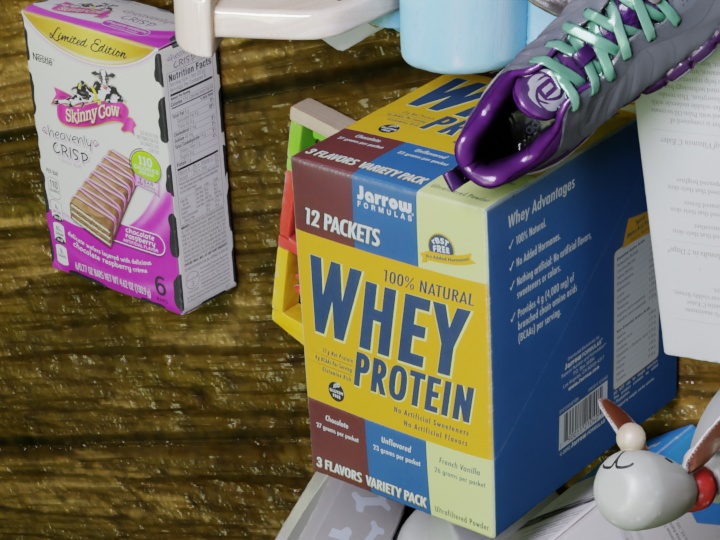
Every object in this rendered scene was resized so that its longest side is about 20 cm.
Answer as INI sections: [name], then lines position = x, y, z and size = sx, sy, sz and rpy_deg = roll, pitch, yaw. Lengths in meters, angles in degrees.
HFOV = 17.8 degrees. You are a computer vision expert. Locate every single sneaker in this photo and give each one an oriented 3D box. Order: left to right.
[sneaker]
position = 0.122, -0.106, 1.132
size = 0.074, 0.088, 0.200
rpy_deg = 44, 121, 3

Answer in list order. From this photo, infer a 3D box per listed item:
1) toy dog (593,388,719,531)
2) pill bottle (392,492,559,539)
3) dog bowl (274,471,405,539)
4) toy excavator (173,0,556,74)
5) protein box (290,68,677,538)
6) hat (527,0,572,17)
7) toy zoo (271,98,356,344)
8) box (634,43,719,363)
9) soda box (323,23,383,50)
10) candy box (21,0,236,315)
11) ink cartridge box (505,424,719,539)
[toy dog]
position = 0.201, 0.082, 1.276
size = 0.131, 0.200, 0.097
rpy_deg = -9, 89, 20
[pill bottle]
position = 0.059, 0.220, 1.517
size = 0.114, 0.114, 0.200
rpy_deg = 46, 135, 14
[dog bowl]
position = -0.034, 0.209, 1.548
size = 0.058, 0.200, 0.200
rpy_deg = 30, 134, -2
[toy excavator]
position = 0.022, -0.156, 1.279
size = 0.194, 0.200, 0.100
rpy_deg = 20, 124, 32
[protein box]
position = 0.077, 0.007, 1.320
size = 0.134, 0.198, 0.201
rpy_deg = 16, 122, 35
[hat]
position = 0.159, -0.217, 1.193
size = 0.199, 0.081, 0.202
rpy_deg = -1, 88, 29
[toy zoo]
position = 0.000, 0.000, 1.520
size = 0.131, 0.020, 0.201
rpy_deg = 29, 129, 29
[box]
position = 0.226, -0.055, 1.221
size = 0.124, 0.097, 0.201
rpy_deg = 9, 117, 40
[soda box]
position = -0.059, -0.214, 1.347
size = 0.199, 0.068, 0.064
rpy_deg = 32, 146, -28
[candy box]
position = -0.160, -0.084, 1.595
size = 0.136, 0.061, 0.201
rpy_deg = 18, 123, 36
[ink cartridge box]
position = 0.152, 0.204, 1.357
size = 0.084, 0.200, 0.147
rpy_deg = -25, 94, 47
